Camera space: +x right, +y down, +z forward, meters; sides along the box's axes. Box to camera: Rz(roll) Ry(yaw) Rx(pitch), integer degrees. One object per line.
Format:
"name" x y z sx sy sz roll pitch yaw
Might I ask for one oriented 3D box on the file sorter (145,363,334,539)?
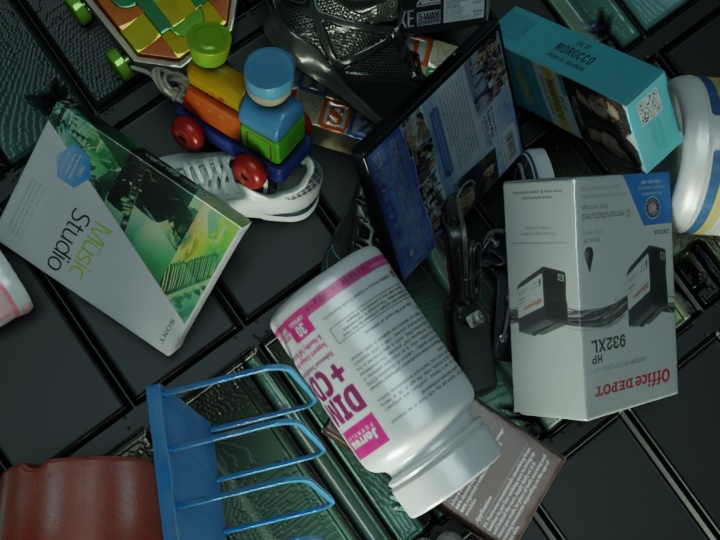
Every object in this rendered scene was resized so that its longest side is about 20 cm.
"file sorter" -0.087 0.195 0.964 0.121 0.139 0.203 -14 67 6

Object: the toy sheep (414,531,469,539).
"toy sheep" 0.064 0.293 0.995 0.198 0.138 0.139 -30 83 3

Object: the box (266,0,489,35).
"box" 0.007 -0.277 1.096 0.197 0.050 0.159 -9 44 -6

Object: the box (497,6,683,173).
"box" 0.197 -0.167 1.061 0.049 0.083 0.200 -40 42 -10

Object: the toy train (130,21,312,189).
"toy train" -0.134 -0.168 1.014 0.198 0.116 0.085 32 60 17

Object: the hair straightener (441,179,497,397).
"hair straightener" 0.101 0.021 1.032 0.040 0.077 0.203 -8 111 -12

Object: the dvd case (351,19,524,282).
"dvd case" 0.074 -0.106 1.031 0.017 0.144 0.200 20 54 38

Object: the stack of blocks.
"stack of blocks" 0.012 -0.169 1.112 0.197 0.059 0.117 16 78 -2

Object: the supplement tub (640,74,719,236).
"supplement tub" 0.374 -0.102 1.088 0.196 0.145 0.147 4 79 -4

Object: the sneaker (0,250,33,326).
"sneaker" -0.387 -0.024 1.042 0.104 0.075 0.202 -33 88 -15

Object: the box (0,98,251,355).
"box" -0.215 -0.038 1.048 0.198 0.036 0.145 33 108 1

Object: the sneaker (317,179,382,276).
"sneaker" 0.000 0.000 1.074 0.075 0.079 0.202 25 84 -6

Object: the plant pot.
"plant pot" -0.221 0.261 0.956 0.197 0.201 0.199 -2 71 -5

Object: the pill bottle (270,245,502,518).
"pill bottle" 0.023 0.092 0.965 0.113 0.113 0.201 -34 84 -10

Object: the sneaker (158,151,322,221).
"sneaker" -0.133 -0.082 1.074 0.196 0.081 0.078 -7 82 -5

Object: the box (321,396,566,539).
"box" 0.072 0.157 1.052 0.199 0.075 0.101 34 79 0

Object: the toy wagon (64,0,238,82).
"toy wagon" -0.208 -0.284 1.124 0.155 0.040 0.201 -38 85 -11

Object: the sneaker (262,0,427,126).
"sneaker" 0.025 -0.193 1.008 0.198 0.077 0.114 33 121 -23

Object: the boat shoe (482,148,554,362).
"boat shoe" 0.144 -0.015 1.094 0.067 0.072 0.204 3 86 -6

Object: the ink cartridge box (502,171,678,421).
"ink cartridge box" 0.204 0.019 1.030 0.144 0.083 0.204 -7 95 -42
